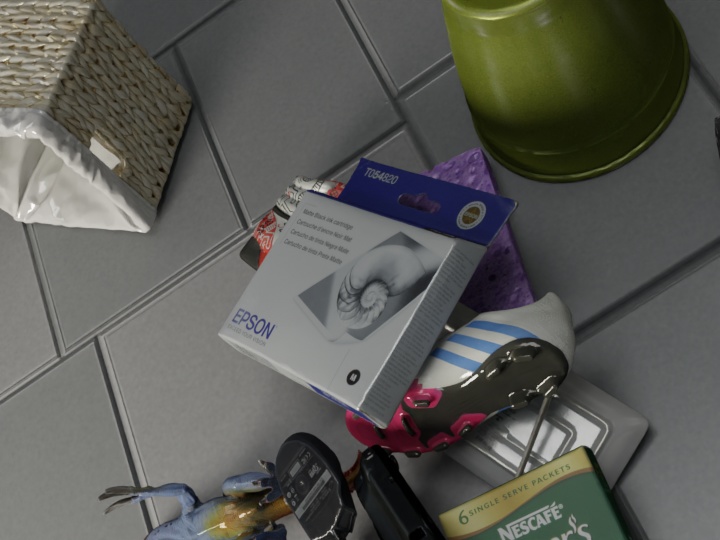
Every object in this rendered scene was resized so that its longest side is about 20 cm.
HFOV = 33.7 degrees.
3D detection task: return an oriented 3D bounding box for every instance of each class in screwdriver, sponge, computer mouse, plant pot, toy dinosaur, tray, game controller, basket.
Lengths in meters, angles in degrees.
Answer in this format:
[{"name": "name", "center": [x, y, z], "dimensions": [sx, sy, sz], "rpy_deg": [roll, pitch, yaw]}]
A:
[{"name": "screwdriver", "center": [0.113, 0.150, 0.877], "dimensions": [0.029, 0.028, 0.203], "rpy_deg": [15, 96, 0]}, {"name": "sponge", "center": [0.082, 0.001, 1.003], "dimensions": [0.110, 0.030, 0.202], "rpy_deg": [-25, 57, 16]}, {"name": "computer mouse", "center": [-0.003, 0.203, 0.882], "dimensions": [0.059, 0.034, 0.201], "rpy_deg": [-51, 57, 29]}, {"name": "plant pot", "center": [0.151, -0.208, 0.968], "dimensions": [0.197, 0.193, 0.203], "rpy_deg": [-12, 61, 22]}, {"name": "toy dinosaur", "center": [-0.114, 0.223, 0.988], "dimensions": [0.181, 0.197, 0.107], "rpy_deg": [-28, 67, 53]}, {"name": "tray", "center": [0.110, 0.108, 0.915], "dimensions": [0.199, 0.022, 0.108], "rpy_deg": [32, 92, 27]}, {"name": "game controller", "center": [0.050, 0.211, 0.846], "dimensions": [0.042, 0.105, 0.200], "rpy_deg": [-30, 34, -6]}, {"name": "basket", "center": [-0.304, -0.155, 1.183], "dimensions": [0.197, 0.198, 0.163], "rpy_deg": [7, 67, 30]}]

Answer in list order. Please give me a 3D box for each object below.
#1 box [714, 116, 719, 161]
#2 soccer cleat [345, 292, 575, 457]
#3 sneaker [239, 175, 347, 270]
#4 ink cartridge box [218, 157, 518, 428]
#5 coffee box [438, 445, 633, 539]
[{"name": "box", "center": [0.368, -0.040, 0.859], "dimensions": [0.197, 0.050, 0.202], "rpy_deg": [-12, 61, 23]}, {"name": "soccer cleat", "center": [0.078, 0.079, 0.895], "dimensions": [0.198, 0.070, 0.087], "rpy_deg": [-24, 25, 32]}, {"name": "sneaker", "center": [-0.014, -0.012, 1.037], "dimensions": [0.200, 0.067, 0.109], "rpy_deg": [32, 86, 38]}, {"name": "ink cartridge box", "center": [0.000, 0.000, 0.933], "dimensions": [0.198, 0.041, 0.202], "rpy_deg": [19, 74, 49]}, {"name": "coffee box", "center": [0.145, 0.237, 0.817], "dimensions": [0.122, 0.044, 0.203], "rpy_deg": [-26, 71, 14]}]
